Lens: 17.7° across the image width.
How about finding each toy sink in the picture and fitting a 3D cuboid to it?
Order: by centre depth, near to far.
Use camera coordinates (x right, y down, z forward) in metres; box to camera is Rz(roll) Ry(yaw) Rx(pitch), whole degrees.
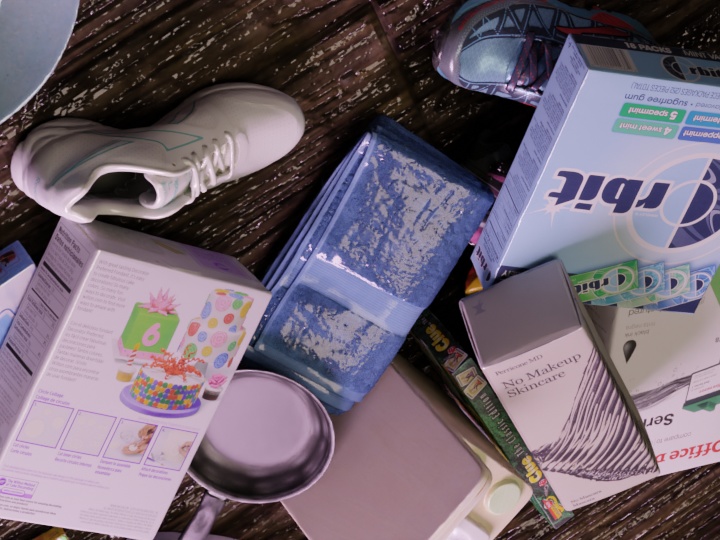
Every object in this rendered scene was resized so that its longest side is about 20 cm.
[{"bbox_3d":[0.033,0.159,1.661,0.130,0.200,0.112,-49,131,4],"label":"toy sink"}]

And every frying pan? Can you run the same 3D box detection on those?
[{"bbox_3d":[-0.078,0.145,1.642,0.115,0.031,0.190,6,122,0],"label":"frying pan"}]

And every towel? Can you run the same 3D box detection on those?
[{"bbox_3d":[0.000,0.000,1.615,0.112,0.049,0.200,31,101,-13],"label":"towel"}]

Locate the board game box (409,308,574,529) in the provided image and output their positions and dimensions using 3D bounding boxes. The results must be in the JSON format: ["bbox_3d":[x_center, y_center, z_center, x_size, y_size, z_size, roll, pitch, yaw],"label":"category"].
[{"bbox_3d":[0.091,0.104,1.724,0.023,0.105,0.200,-39,131,-5],"label":"board game box"}]

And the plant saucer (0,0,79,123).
[{"bbox_3d":[-0.266,-0.165,1.378,0.201,0.039,0.201,-15,125,-22],"label":"plant saucer"}]

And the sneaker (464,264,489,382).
[{"bbox_3d":[0.113,0.071,1.726,0.077,0.073,0.200,-56,136,-44],"label":"sneaker"}]

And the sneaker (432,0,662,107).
[{"bbox_3d":[0.146,-0.145,1.601,0.200,0.096,0.079,1,118,-32],"label":"sneaker"}]

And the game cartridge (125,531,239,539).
[{"bbox_3d":[-0.115,0.266,1.751,0.200,0.041,0.133,21,103,-39],"label":"game cartridge"}]

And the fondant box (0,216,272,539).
[{"bbox_3d":[-0.167,0.074,1.534,0.144,0.058,0.200,15,109,-39],"label":"fondant box"}]

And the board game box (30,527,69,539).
[{"bbox_3d":[-0.279,0.271,1.642,0.200,0.030,0.096,-28,109,-10],"label":"board game box"}]

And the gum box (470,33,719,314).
[{"bbox_3d":[0.190,-0.062,1.595,0.170,0.045,0.200,5,130,-22],"label":"gum box"}]

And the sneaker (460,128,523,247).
[{"bbox_3d":[0.157,-0.061,1.675,0.200,0.080,0.086,-1,118,-32],"label":"sneaker"}]

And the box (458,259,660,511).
[{"bbox_3d":[0.144,0.085,1.646,0.082,0.068,0.200,-24,138,9],"label":"box"}]

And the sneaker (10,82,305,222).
[{"bbox_3d":[-0.121,-0.067,1.503,0.200,0.080,0.071,-16,124,-24],"label":"sneaker"}]

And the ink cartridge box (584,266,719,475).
[{"bbox_3d":[0.228,0.060,1.791,0.146,0.084,0.200,-11,124,-25],"label":"ink cartridge box"}]

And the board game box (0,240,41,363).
[{"bbox_3d":[-0.273,0.093,1.541,0.200,0.037,0.151,-35,131,-8],"label":"board game box"}]
